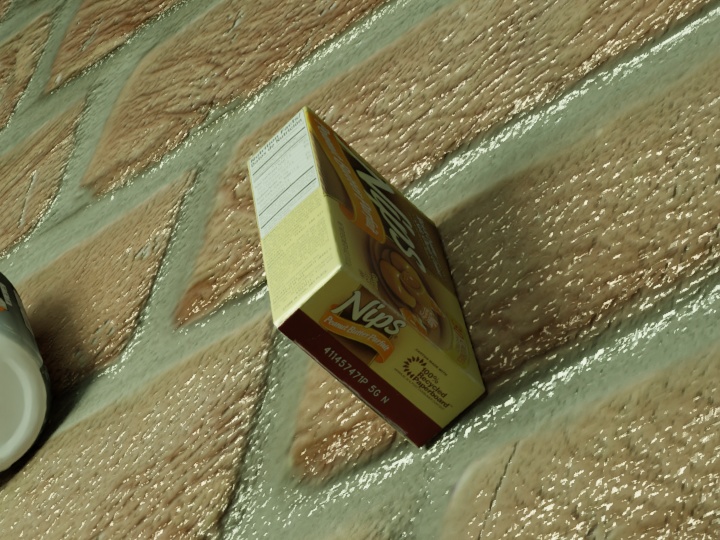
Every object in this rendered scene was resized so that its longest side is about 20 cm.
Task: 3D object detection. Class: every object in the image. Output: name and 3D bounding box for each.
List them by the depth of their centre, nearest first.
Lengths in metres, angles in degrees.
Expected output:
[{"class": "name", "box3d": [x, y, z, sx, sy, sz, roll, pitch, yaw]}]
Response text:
[{"class": "candy box", "box3d": [0.000, 0.000, 1.341, 0.055, 0.115, 0.200, -42, 26, 14]}, {"class": "supplement tub", "box3d": [-0.298, 0.062, 1.747, 0.123, 0.122, 0.200, -48, 25, 4]}]
